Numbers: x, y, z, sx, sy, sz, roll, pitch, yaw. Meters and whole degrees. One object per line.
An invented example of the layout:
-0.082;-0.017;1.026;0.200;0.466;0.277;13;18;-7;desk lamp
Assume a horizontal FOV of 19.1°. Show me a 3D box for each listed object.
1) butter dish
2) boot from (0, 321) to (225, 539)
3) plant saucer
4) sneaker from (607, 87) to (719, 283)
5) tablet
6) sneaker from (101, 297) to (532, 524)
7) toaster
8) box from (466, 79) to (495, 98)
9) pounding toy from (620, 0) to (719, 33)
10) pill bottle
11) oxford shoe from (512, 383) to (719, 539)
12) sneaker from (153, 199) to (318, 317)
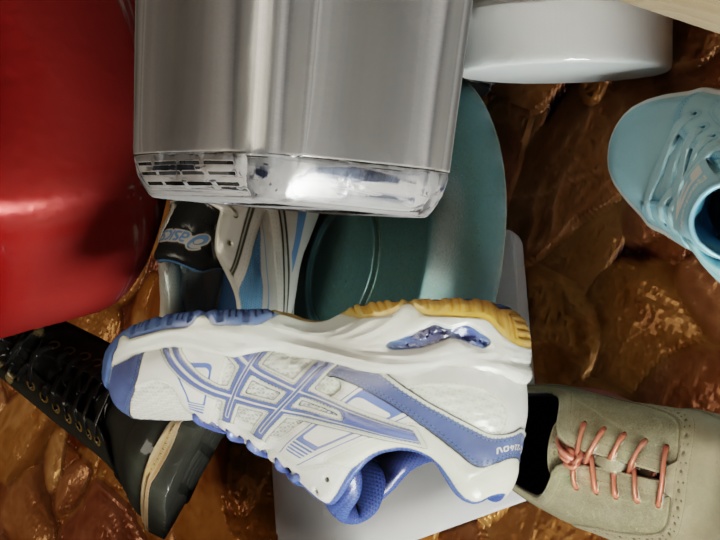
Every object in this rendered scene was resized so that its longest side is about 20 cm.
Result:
-0.139;-0.063;1.041;0.200;0.147;0.201;113;151;-61;butter dish
-0.138;0.067;1.080;0.078;0.138;0.200;-60;1;-6;boot
0.000;0.000;0.985;0.200;0.027;0.201;-33;50;51;plant saucer
0.149;-0.032;0.835;0.200;0.082;0.074;30;104;53;sneaker
0.016;0.070;1.049;0.200;0.014;0.131;-28;59;48;tablet
-0.025;0.061;0.889;0.199;0.075;0.089;-4;81;30;sneaker
-0.023;-0.089;0.876;0.200;0.113;0.130;5;91;63;toaster
-0.021;-0.110;1.121;0.200;0.044;0.161;-43;50;41;box
0.125;-0.189;0.796;0.184;0.142;0.200;-44;36;-12;pounding toy
0.087;-0.185;0.928;0.114;0.113;0.201;-2;87;54;pill bottle
0.113;0.086;0.856;0.200;0.075;0.071;6;85;55;oxford shoe
-0.057;-0.034;0.986;0.072;0.072;0.201;8;89;36;sneaker
